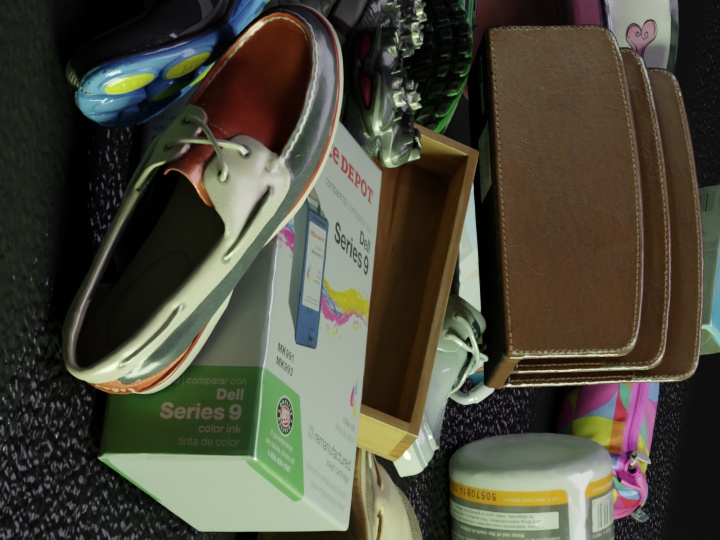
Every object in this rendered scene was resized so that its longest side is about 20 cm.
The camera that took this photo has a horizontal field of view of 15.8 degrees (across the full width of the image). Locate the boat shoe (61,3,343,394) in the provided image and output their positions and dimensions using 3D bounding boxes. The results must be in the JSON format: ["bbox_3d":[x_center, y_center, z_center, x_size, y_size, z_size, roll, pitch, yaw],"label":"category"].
[{"bbox_3d":[-0.073,-0.034,1.186,0.201,0.071,0.063,-60,158,3],"label":"boat shoe"}]

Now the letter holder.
[{"bbox_3d":[0.144,-0.038,1.561,0.101,0.141,0.201,107,-19,-76],"label":"letter holder"}]

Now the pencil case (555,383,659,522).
[{"bbox_3d":[0.206,0.108,2.109,0.089,0.088,0.201,69,25,-49],"label":"pencil case"}]

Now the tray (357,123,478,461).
[{"bbox_3d":[0.000,0.000,1.454,0.037,0.098,0.201,127,-19,-51],"label":"tray"}]

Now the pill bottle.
[{"bbox_3d":[0.121,0.221,1.805,0.116,0.116,0.201,-28,118,-70],"label":"pill bottle"}]

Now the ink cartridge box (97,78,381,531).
[{"bbox_3d":[-0.056,0.017,1.297,0.145,0.087,0.201,49,42,-63],"label":"ink cartridge box"}]

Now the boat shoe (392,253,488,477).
[{"bbox_3d":[0.039,0.034,1.550,0.202,0.071,0.070,-93,166,-46],"label":"boat shoe"}]

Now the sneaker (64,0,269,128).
[{"bbox_3d":[-0.088,-0.138,1.241,0.083,0.071,0.200,42,47,-7],"label":"sneaker"}]

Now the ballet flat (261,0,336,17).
[{"bbox_3d":[-0.030,-0.180,1.412,0.057,0.066,0.200,61,28,-26],"label":"ballet flat"}]

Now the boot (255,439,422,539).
[{"bbox_3d":[-0.011,0.176,1.460,0.156,0.072,0.201,65,21,-52],"label":"boot"}]

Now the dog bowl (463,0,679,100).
[{"bbox_3d":[0.118,-0.177,1.701,0.073,0.200,0.201,-17,111,-30],"label":"dog bowl"}]

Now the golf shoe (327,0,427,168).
[{"bbox_3d":[-0.011,-0.134,1.454,0.201,0.088,0.077,-84,159,-49],"label":"golf shoe"}]

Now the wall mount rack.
[{"bbox_3d":[0.102,-0.010,1.715,0.174,0.074,0.201,-41,139,-21],"label":"wall mount rack"}]

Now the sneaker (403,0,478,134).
[{"bbox_3d":[0.044,-0.144,1.619,0.085,0.078,0.201,71,27,-52],"label":"sneaker"}]

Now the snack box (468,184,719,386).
[{"bbox_3d":[0.167,0.012,1.806,0.037,0.199,0.117,45,46,-43],"label":"snack box"}]
